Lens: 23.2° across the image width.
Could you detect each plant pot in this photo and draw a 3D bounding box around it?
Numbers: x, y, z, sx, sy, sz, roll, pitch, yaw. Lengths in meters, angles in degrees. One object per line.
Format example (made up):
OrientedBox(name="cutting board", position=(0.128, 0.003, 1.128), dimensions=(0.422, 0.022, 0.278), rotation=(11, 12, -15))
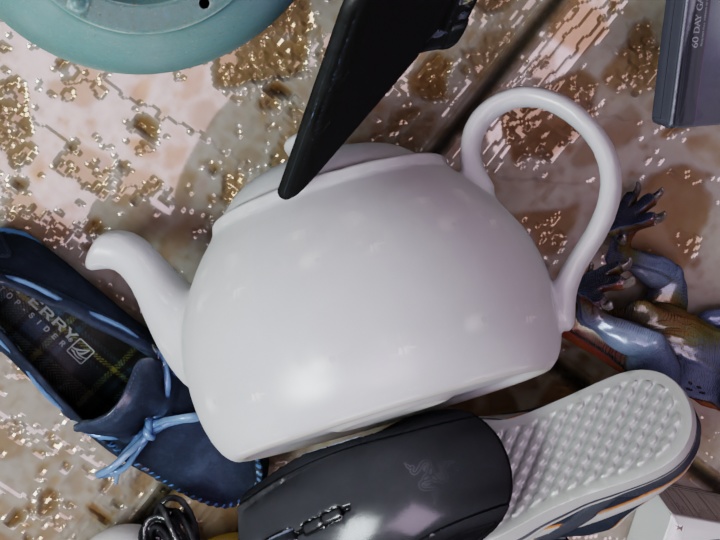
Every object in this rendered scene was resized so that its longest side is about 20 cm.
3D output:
OrientedBox(name="plant pot", position=(-0.099, -0.177, 0.788), dimensions=(0.199, 0.134, 0.202), rotation=(-3, 109, -8))

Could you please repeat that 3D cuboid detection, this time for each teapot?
OrientedBox(name="teapot", position=(0.000, 0.000, 0.850), dimensions=(0.199, 0.197, 0.147), rotation=(-10, 81, -34))

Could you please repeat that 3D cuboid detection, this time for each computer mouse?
OrientedBox(name="computer mouse", position=(-0.014, 0.154, 0.854), dimensions=(0.199, 0.046, 0.141), rotation=(-19, 74, 13))

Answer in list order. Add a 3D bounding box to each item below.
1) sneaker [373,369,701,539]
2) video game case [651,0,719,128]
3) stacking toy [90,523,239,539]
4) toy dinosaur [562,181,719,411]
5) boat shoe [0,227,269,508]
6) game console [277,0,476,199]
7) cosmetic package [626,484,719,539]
OrientedBox(name="sneaker", position=(0.082, 0.110, 0.914), dimensions=(0.199, 0.079, 0.079), rotation=(-15, 69, 14))
OrientedBox(name="video game case", position=(0.232, -0.147, 0.866), dimensions=(0.199, 0.019, 0.144), rotation=(-8, 111, -32))
OrientedBox(name="stacking toy", position=(-0.057, 0.190, 0.939), dimensions=(0.199, 0.146, 0.147), rotation=(20, 105, 5))
OrientedBox(name="toy dinosaur", position=(0.185, 0.039, 0.953), dimensions=(0.199, 0.105, 0.182), rotation=(-14, 130, 36))
OrientedBox(name="boat shoe", position=(-0.131, 0.065, 0.897), dimensions=(0.199, 0.069, 0.084), rotation=(36, 101, -18))
OrientedBox(name="game console", position=(0.003, -0.155, 0.738), dimensions=(0.116, 0.200, 0.177), rotation=(-15, 73, -17))
OrientedBox(name="cosmetic package", position=(0.177, 0.226, 1.006), dimensions=(0.082, 0.051, 0.201), rotation=(12, 106, -11))
